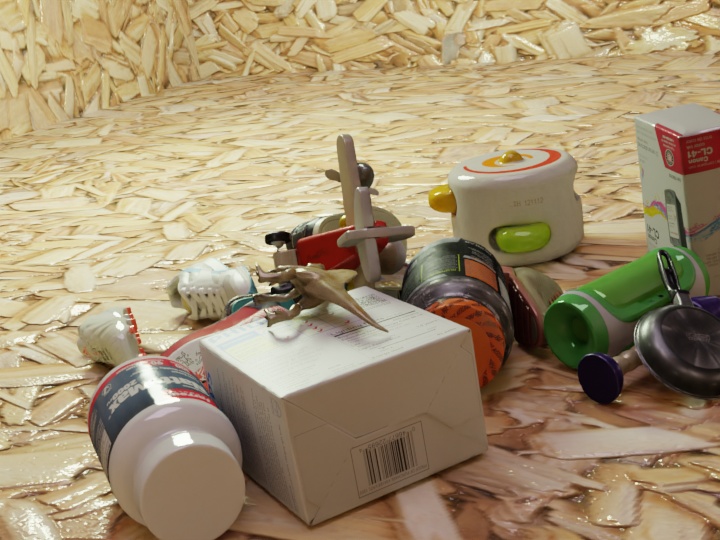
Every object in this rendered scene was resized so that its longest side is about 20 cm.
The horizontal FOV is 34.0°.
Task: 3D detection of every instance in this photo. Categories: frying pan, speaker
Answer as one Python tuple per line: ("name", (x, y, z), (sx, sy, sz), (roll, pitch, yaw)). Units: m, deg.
("frying pan", (0.336, 0.051, 1.170), (0.114, 0.031, 0.191), (23, 47, 7))
("speaker", (0.289, 0.037, 1.268), (0.199, 0.090, 0.088), (-22, 21, -36))

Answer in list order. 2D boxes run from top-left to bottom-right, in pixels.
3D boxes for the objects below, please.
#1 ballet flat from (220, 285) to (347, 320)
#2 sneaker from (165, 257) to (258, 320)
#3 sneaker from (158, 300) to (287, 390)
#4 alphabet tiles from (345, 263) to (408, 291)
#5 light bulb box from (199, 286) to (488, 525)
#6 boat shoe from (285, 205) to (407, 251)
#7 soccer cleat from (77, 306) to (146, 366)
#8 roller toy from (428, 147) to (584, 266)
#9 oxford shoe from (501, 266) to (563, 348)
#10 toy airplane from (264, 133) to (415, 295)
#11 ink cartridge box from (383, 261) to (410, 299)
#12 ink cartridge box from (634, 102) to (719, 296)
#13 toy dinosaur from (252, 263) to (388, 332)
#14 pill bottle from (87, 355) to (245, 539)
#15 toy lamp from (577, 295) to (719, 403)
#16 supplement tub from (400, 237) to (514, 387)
("ballet flat", (-0.079, 0.050, 1.444), (0.198, 0.069, 0.075), (-8, -15, -21))
("sneaker", (-0.188, 0.036, 1.544), (0.080, 0.077, 0.199), (-27, 17, -25))
("sneaker", (-0.135, 0.111, 1.253), (0.201, 0.068, 0.108), (-33, 54, -29))
("alphabet tiles", (0.000, 0.000, 1.480), (0.165, 0.006, 0.200), (-1, 13, -26))
("light bulb box", (-0.020, 0.116, 1.103), (0.196, 0.126, 0.199), (-17, 18, -25))
("boat shoe", (-0.012, -0.041, 1.491), (0.067, 0.073, 0.199), (-13, -6, 38))
("soccer cleat", (-0.307, 0.089, 1.442), (0.077, 0.070, 0.200), (-18, 12, -12))
("roller toy", (0.212, -0.096, 1.631), (0.181, 0.141, 0.199), (-21, 21, -36))
("oxford shoe", (0.204, 0.034, 1.349), (0.074, 0.071, 0.200), (-3, 19, -3))
("toy airplane", (0.000, -0.023, 1.300), (0.140, 0.202, 0.199), (1, 32, -37))
("ink cartridge box", (-0.016, 0.015, 1.571), (0.198, 0.038, 0.095), (4, 22, 28))
("ink cartridge box", (0.397, -0.084, 1.401), (0.085, 0.202, 0.148), (-11, 17, -6))
("toy dinosaur", (-0.047, 0.015, 1.128), (0.100, 0.059, 0.200), (-12, 17, -16))
("pill bottle", (-0.171, 0.160, 1.050), (0.118, 0.121, 0.200), (-15, 19, -18))
("toy lamp", (0.304, 0.073, 1.194), (0.199, 0.059, 0.058), (-23, 22, -37))
("supplement tub", (0.101, 0.048, 1.262), (0.121, 0.124, 0.200), (-7, 17, 6))
